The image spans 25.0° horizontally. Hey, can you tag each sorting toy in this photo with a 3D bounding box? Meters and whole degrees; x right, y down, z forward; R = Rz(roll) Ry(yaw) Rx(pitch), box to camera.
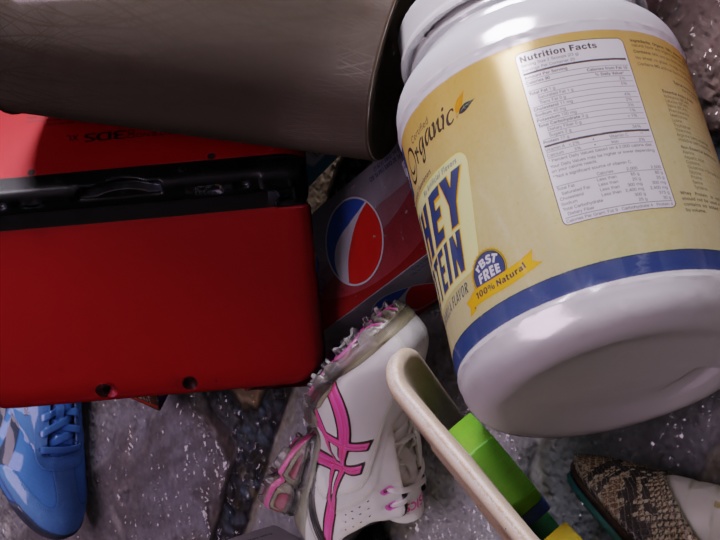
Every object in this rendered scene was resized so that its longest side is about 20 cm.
[{"bbox_3d":[0.095,0.141,0.780,0.036,0.185,0.200,-35,55,0],"label":"sorting toy"}]

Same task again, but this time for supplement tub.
[{"bbox_3d":[0.097,-0.037,0.762,0.144,0.144,0.201,-38,55,42],"label":"supplement tub"}]

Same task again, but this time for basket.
[{"bbox_3d":[-0.068,-0.139,0.853,0.199,0.136,0.181,16,63,12],"label":"basket"}]

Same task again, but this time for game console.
[{"bbox_3d":[-0.126,-0.031,0.927,0.119,0.199,0.173,85,-179,-49],"label":"game console"}]

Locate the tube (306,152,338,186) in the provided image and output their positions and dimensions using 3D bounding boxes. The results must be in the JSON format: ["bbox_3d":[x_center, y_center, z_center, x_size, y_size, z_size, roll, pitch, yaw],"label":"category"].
[{"bbox_3d":[-0.073,-0.050,0.981,0.200,0.050,0.078,-42,81,16],"label":"tube"}]

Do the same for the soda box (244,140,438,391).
[{"bbox_3d":[0.000,0.000,0.943,0.200,0.063,0.070,-38,63,43],"label":"soda box"}]

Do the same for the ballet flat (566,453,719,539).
[{"bbox_3d":[0.179,0.152,0.755,0.075,0.068,0.200,-40,65,17],"label":"ballet flat"}]

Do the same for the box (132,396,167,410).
[{"bbox_3d":[-0.181,0.040,1.032,0.039,0.137,0.200,-64,2,-10],"label":"box"}]

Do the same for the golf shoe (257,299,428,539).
[{"bbox_3d":[0.010,0.095,0.921,0.092,0.073,0.200,38,141,13],"label":"golf shoe"}]

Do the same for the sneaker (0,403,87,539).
[{"bbox_3d":[-0.238,0.098,1.215,0.078,0.066,0.201,-29,70,41],"label":"sneaker"}]

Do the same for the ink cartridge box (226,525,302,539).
[{"bbox_3d":[-0.019,0.255,0.946,0.200,0.083,0.146,18,113,47],"label":"ink cartridge box"}]
